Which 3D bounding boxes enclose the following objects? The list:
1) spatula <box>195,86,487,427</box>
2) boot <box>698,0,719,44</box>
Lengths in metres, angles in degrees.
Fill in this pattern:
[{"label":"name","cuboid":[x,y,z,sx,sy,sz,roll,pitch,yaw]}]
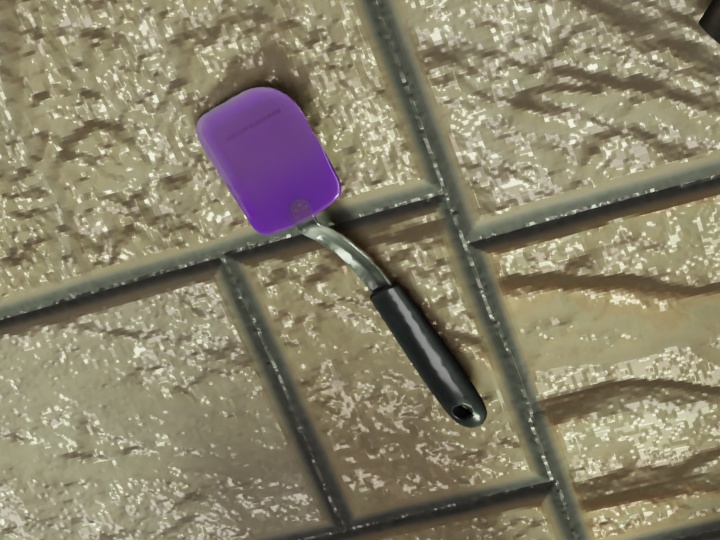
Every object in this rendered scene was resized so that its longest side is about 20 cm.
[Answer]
[{"label":"spatula","cuboid":[0.000,0.000,0.714,0.056,0.021,0.200,-26,114,33]},{"label":"boot","cuboid":[0.266,-0.124,0.606,0.188,0.068,0.200,38,109,-4]}]
